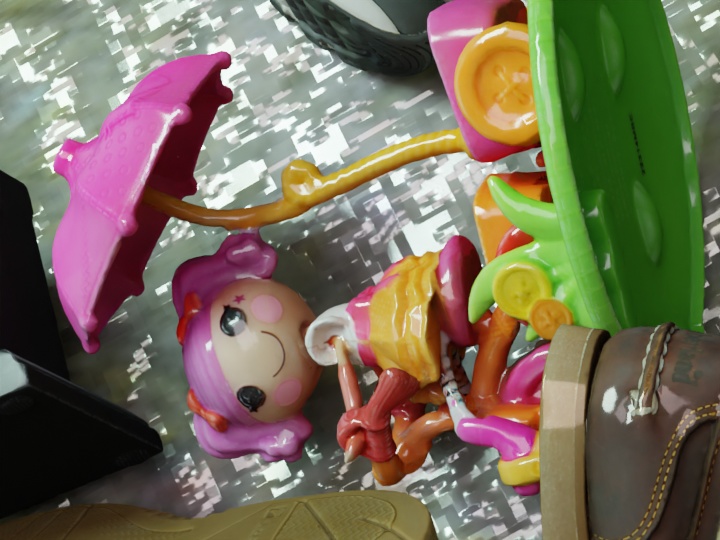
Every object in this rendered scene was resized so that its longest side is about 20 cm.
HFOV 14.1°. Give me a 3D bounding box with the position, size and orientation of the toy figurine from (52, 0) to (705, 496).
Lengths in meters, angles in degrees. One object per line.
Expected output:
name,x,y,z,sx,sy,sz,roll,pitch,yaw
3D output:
toy figurine,0.000,0.000,0.859,0.183,0.150,0.201,-10,100,20

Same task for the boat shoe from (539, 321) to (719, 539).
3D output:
boat shoe,0.086,0.107,0.784,0.070,0.201,0.070,4,32,12

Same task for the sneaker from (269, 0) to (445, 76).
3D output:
sneaker,-0.024,-0.152,0.933,0.085,0.074,0.200,-36,72,-3

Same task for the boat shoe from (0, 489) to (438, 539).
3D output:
boat shoe,-0.061,0.113,0.876,0.199,0.071,0.070,-5,114,33

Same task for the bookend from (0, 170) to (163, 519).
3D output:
bookend,-0.191,-0.006,0.925,0.198,0.092,0.201,-24,67,15
